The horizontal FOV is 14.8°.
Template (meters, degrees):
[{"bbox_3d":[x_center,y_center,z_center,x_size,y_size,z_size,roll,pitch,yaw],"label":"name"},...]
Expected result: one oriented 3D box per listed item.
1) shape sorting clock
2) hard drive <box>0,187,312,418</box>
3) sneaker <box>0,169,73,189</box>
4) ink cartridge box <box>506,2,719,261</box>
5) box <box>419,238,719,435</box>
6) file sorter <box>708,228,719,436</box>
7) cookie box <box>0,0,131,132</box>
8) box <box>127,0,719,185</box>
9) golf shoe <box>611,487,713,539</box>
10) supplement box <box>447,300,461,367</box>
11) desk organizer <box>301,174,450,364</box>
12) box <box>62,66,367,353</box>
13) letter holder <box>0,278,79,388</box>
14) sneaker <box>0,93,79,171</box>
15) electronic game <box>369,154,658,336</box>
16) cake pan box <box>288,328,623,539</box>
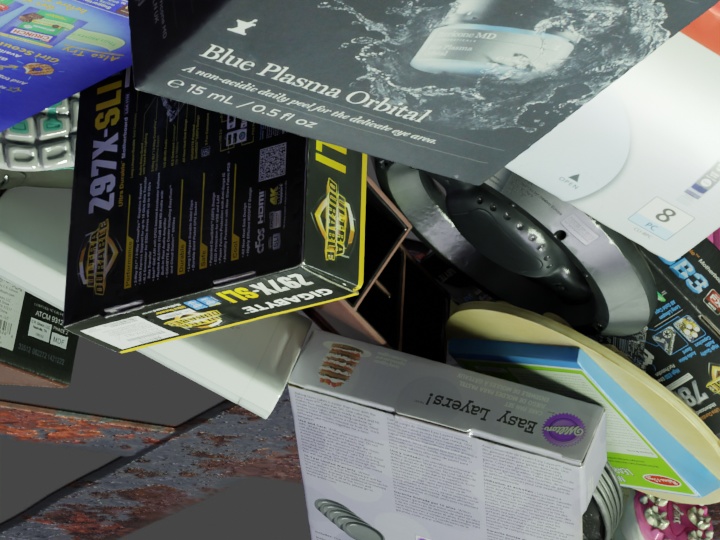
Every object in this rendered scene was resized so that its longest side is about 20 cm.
[{"bbox_3d":[0.139,0.079,1.674,0.200,0.039,0.200,33,159,14],"label":"shape sorting clock"},{"bbox_3d":[-0.129,0.011,1.647,0.200,0.027,0.132,29,-161,-2],"label":"hard drive"},{"bbox_3d":[-0.248,-0.059,1.582,0.200,0.091,0.076,7,158,-20],"label":"sneaker"},{"bbox_3d":[0.155,-0.099,1.387,0.160,0.047,0.200,29,140,-18],"label":"ink cartridge box"},{"bbox_3d":[0.153,0.024,1.696,0.199,0.050,0.200,45,151,-3],"label":"box"},{"bbox_3d":[0.297,0.044,1.801,0.139,0.126,0.200,-2,161,8],"label":"file sorter"},{"bbox_3d":[-0.197,-0.144,1.350,0.171,0.075,0.200,16,156,-37],"label":"cookie box"},{"bbox_3d":[0.028,-0.149,1.215,0.196,0.118,0.200,14,145,-33],"label":"box"},{"bbox_3d":[0.190,0.159,1.834,0.075,0.200,0.092,32,117,-2],"label":"golf shoe"},{"bbox_3d":[0.111,0.124,1.901,0.134,0.200,0.200,-12,151,34],"label":"supplement box"},{"bbox_3d":[0.000,0.000,1.673,0.077,0.072,0.200,27,168,38],"label":"desk organizer"},{"bbox_3d":[-0.070,-0.073,1.362,0.160,0.200,0.049,-16,154,38],"label":"box"},{"bbox_3d":[-0.289,0.001,1.720,0.142,0.101,0.200,-1,163,39],"label":"letter holder"},{"bbox_3d":[-0.158,-0.079,1.549,0.200,0.078,0.091,6,164,-10],"label":"sneaker"},{"bbox_3d":[0.086,-0.029,1.600,0.200,0.042,0.200,34,164,11],"label":"electronic game"},{"bbox_3d":[0.059,0.131,1.691,0.200,0.052,0.184,14,145,18],"label":"cake pan box"}]
